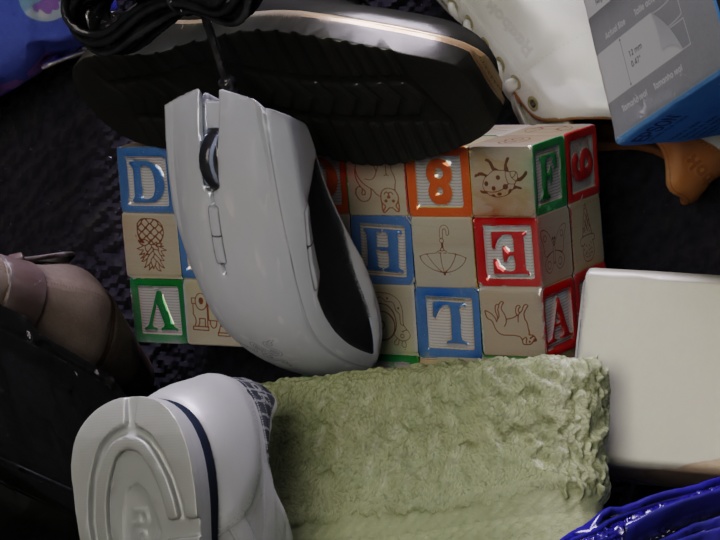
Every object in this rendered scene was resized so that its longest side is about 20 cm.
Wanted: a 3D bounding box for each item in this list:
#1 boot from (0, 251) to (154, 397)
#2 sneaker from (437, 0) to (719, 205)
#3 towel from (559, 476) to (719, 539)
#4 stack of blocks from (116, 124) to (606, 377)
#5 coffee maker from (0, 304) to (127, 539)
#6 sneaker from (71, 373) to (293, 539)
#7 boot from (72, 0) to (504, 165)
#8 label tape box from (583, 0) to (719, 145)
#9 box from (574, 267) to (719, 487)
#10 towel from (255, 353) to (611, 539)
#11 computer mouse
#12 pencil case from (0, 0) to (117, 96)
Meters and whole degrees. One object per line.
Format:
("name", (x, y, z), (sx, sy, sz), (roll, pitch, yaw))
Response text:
("boot", (-0.190, 0.044, 1.171), (0.200, 0.146, 0.070), (-23, 62, 20))
("sneaker", (0.070, -0.093, 1.133), (0.200, 0.073, 0.085), (29, 89, 25))
("towel", (0.130, 0.168, 0.986), (0.050, 0.148, 0.200), (-142, 47, -58))
("stack of blocks", (0.000, 0.000, 1.130), (0.200, 0.059, 0.115), (2, 102, 31))
("coffee maker", (-0.205, 0.104, 1.071), (0.200, 0.192, 0.135), (-41, 24, 16))
("sneaker", (-0.056, 0.140, 1.022), (0.076, 0.080, 0.200), (6, 100, 31))
("boot", (-0.010, -0.119, 1.101), (0.200, 0.077, 0.138), (8, 53, 35))
("label tape box", (0.131, -0.164, 1.023), (0.143, 0.066, 0.200), (-36, 66, 62))
("box", (0.189, 0.049, 1.041), (0.200, 0.095, 0.078), (3, 81, 26))
("towel", (0.009, 0.108, 1.051), (0.200, 0.036, 0.149), (-10, 72, 30))
("computer mouse", (-0.047, -0.033, 1.051), (0.110, 0.044, 0.200), (1, 122, 41))
("pencil case", (-0.202, -0.099, 1.252), (0.200, 0.078, 0.087), (-32, 96, 14))
